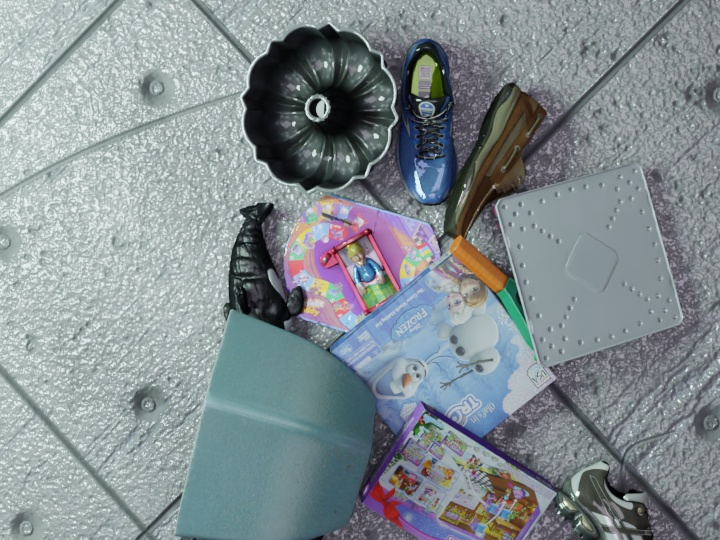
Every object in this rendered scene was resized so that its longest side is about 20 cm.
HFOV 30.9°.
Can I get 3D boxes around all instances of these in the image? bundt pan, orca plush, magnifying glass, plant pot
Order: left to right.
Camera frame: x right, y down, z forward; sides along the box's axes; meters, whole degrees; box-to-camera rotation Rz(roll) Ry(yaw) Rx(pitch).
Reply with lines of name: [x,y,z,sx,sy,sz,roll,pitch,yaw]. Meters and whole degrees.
orca plush: [-0.124,0.018,1.580,0.104,0.071,0.203,7,91,14]
plant pot: [-0.088,0.195,1.506,0.197,0.197,0.198,14,118,-4]
bundt pan: [-0.041,-0.193,1.566,0.199,0.076,0.205,1,94,15]
magnifying glass: [0.184,0.030,1.544,0.199,0.022,0.080,39,54,-15]

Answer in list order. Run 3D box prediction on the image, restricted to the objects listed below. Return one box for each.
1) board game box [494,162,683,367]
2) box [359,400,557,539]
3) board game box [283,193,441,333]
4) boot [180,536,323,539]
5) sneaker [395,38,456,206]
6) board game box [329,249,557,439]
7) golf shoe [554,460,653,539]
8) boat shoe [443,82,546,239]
board game box: [0.269,-0.008,1.544,0.197,0.026,0.203,-15,89,-17]
box: [0.116,0.265,1.554,0.199,0.039,0.138,33,97,-12]
board game box: [0.000,0.000,1.591,0.197,0.039,0.160,17,91,5]
boot: [-0.143,0.352,1.593,0.161,0.073,0.200,24,92,1]
sneaker: [0.076,-0.179,1.561,0.077,0.089,0.203,-4,92,5]
board game box: [0.100,0.111,1.568,0.199,0.043,0.200,-39,98,4]
golf shoe: [0.325,0.316,1.549,0.094,0.078,0.200,-44,88,3]
boat shoe: [0.165,-0.124,1.553,0.073,0.076,0.202,26,82,-6]
